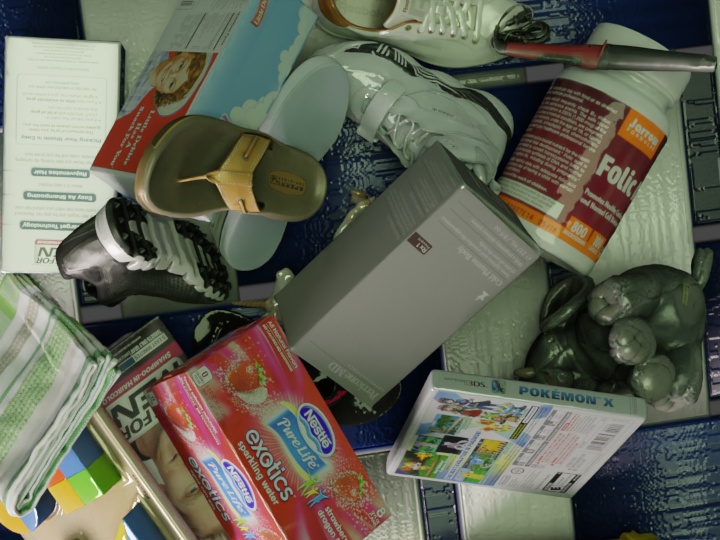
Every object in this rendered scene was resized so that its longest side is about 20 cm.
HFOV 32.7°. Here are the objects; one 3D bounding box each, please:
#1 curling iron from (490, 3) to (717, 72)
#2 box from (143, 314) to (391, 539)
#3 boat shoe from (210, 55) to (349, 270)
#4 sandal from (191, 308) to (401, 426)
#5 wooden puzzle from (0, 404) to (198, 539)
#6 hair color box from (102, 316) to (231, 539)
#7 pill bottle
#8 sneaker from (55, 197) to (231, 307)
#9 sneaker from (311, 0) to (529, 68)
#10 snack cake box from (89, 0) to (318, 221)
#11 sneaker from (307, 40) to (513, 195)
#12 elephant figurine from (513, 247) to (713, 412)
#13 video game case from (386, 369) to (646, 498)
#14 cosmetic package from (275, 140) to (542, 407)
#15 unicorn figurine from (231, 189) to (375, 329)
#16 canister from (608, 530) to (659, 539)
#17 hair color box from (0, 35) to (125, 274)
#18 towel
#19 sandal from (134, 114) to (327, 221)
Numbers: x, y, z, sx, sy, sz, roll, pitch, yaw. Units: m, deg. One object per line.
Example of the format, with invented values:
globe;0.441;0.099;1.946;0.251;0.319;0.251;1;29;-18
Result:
curling iron;0.201;-0.190;1.034;0.199;0.026;0.050;15;79;28
box;-0.078;0.151;1.019;0.099;0.095;0.201;-33;95;-36
boat shoe;-0.080;-0.106;1.073;0.074;0.086;0.203;6;118;-38
sandal;-0.059;0.091;1.111;0.198;0.045;0.076;19;92;-7
wooden puzzle;-0.238;0.215;1.044;0.199;0.046;0.186;-29;99;38
hair color box;-0.164;0.151;1.077;0.100;0.060;0.201;-37;98;-21
pill bottle;0.202;-0.108;1.087;0.114;0.114;0.201;29;92;-7
sneaker;-0.185;-0.004;1.037;0.090;0.200;0.067;-25;69;17
sneaker;0.058;-0.221;1.081;0.198;0.085;0.074;4;92;-7
snack cake box;-0.131;-0.148;1.024;0.067;0.115;0.201;36;76;-40
sneaker;0.040;-0.124;1.064;0.198;0.115;0.075;19;133;-10
elephant figurine;0.204;0.068;1.105;0.154;0.200;0.143;2;75;-33
video game case;0.128;0.146;1.069;0.181;0.200;0.022;8;60;-6
cosmetic package;0.035;0.005;1.014;0.107;0.090;0.200;36;106;-31
unicorn figurine;0.000;0.000;1.093;0.198;0.074;0.138;14;103;-12
canister;0.179;0.324;1.133;0.198;0.087;0.150;-2;94;-4
hair color box;-0.258;-0.098;1.069;0.099;0.061;0.202;2;94;-7
towel;-0.289;0.095;1.024;0.031;0.200;0.150;34;89;-44
sandal;-0.089;-0.073;0.963;0.199;0.054;0.081;7;97;-48
